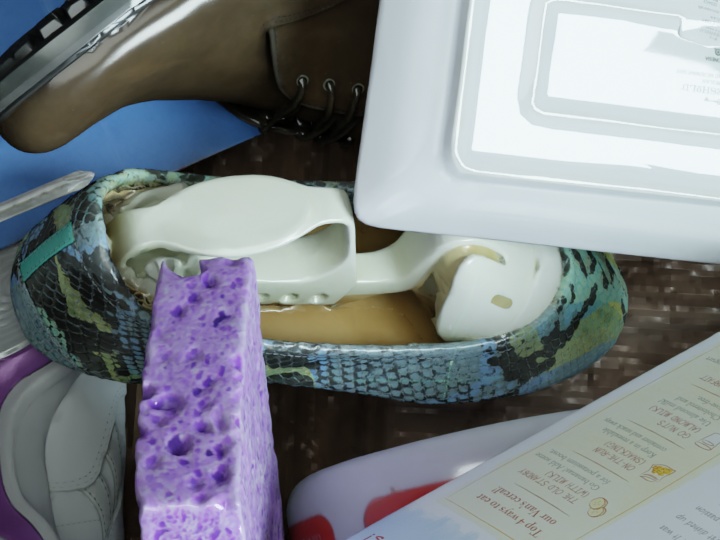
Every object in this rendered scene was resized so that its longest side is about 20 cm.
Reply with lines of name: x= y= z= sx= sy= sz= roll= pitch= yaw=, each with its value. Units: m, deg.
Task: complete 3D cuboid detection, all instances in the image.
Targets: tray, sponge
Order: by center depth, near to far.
sponge: x=-0.033 y=0.110 z=0.698 sx=0.030 sy=0.112 sz=0.200 roll=-5 pitch=121 yaw=1
tray: x=0.099 y=-0.056 z=0.741 sx=0.200 sy=0.022 sz=0.108 roll=5 pitch=94 yaw=-22

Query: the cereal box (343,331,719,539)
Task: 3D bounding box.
cereal box: x=0.104 y=0.070 z=0.640 sx=0.200 sy=0.144 sz=0.040 roll=-27 pitch=122 yaw=-22

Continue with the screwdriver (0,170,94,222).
screwdriver: x=-0.157 y=0.000 z=0.756 sx=0.200 sy=0.028 sz=0.029 roll=-26 pitch=101 yaw=30

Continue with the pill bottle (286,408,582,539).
pill bottle: x=0.053 y=0.147 z=0.739 sx=0.116 sy=0.116 sz=0.200 roll=-12 pitch=82 yaw=-2

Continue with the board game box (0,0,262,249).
board game box: x=-0.109 y=-0.092 z=0.800 sx=0.200 sy=0.039 sz=0.158 roll=-26 pitch=91 yaw=-26

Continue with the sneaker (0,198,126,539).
sneaker: x=-0.107 y=0.064 z=0.776 sx=0.075 sy=0.100 sz=0.200 roll=-1 pitch=58 yaw=7

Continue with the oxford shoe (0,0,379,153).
oxford shoe: x=-0.022 y=-0.071 z=0.772 sx=0.200 sy=0.073 sz=0.085 roll=-25 pitch=92 yaw=-26

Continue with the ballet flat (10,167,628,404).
ballet flat: x=0.000 y=0.000 z=0.752 sx=0.200 sy=0.074 sz=0.074 roll=-3 pitch=80 yaw=-24
